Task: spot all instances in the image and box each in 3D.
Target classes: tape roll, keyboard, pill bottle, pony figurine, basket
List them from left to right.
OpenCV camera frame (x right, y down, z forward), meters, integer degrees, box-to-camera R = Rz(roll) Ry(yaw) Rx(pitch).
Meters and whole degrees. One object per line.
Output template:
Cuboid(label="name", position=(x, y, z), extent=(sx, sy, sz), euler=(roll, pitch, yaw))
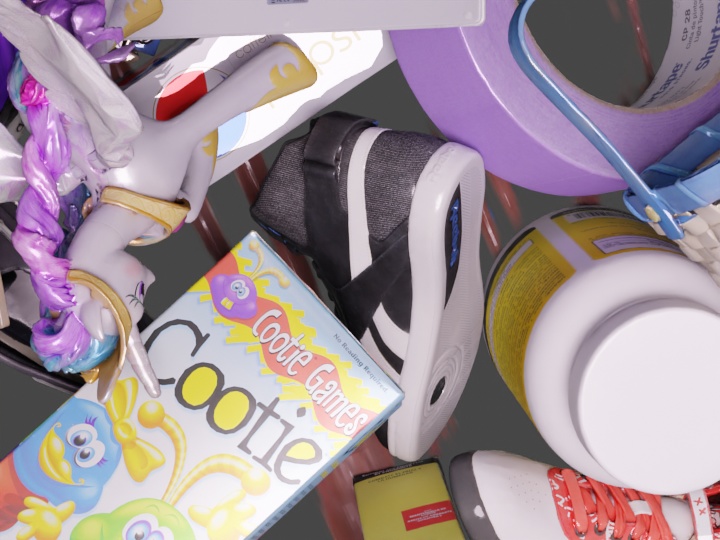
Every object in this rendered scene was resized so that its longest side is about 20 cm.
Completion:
Cuboid(label="pony figurine", position=(-0.121, -0.066, 0.918), extent=(0.166, 0.200, 0.193), euler=(-19, 125, 42))
Cuboid(label="keyboard", position=(-0.033, -0.136, 0.986), extent=(0.200, 0.011, 0.056), euler=(1, 98, 30))
Cuboid(label="tape roll", position=(0.112, -0.138, 1.022), extent=(0.200, 0.066, 0.200), euler=(3, 84, -28))
Cuboid(label="pill bottle", position=(0.126, 0.038, 1.029), extent=(0.112, 0.200, 0.113), euler=(-1, 101, -5))
Cuboid(label="basket", position=(0.183, -0.081, 0.913), extent=(0.176, 0.139, 0.200), euler=(-41, 91, -10))

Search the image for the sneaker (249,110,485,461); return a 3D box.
Cuboid(label="sneaker", position=(0.000, 0.000, 1.070), extent=(0.112, 0.073, 0.200), euler=(23, 136, 20))

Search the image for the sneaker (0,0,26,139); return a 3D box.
Cuboid(label="sneaker", position=(-0.179, -0.143, 1.005), extent=(0.070, 0.100, 0.200), euler=(20, 100, 21))

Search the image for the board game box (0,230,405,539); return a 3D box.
Cuboid(label="board game box", position=(-0.087, 0.090, 0.993), extent=(0.200, 0.105, 0.103), euler=(-42, 85, -5))

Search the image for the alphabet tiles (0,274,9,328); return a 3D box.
Cuboid(label="alphabet tiles", position=(-0.253, -0.020, 1.021), extent=(0.200, 0.008, 0.167), euler=(-1, 103, 30))

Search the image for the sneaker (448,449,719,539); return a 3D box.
Cuboid(label="sneaker", position=(0.134, 0.121, 1.063), extent=(0.108, 0.067, 0.201), euler=(-27, 140, 23))

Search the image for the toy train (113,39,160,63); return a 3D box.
Cuboid(label="toy train", position=(-0.083, -0.189, 1.051), extent=(0.046, 0.034, 0.200), euler=(21, 98, -20))

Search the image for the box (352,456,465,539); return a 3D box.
Cuboid(label="box", position=(0.033, 0.155, 1.043), extent=(0.050, 0.200, 0.075), euler=(-16, 101, 0))

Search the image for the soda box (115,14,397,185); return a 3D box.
Cuboid(label="soda box", position=(-0.054, -0.097, 1.052), extent=(0.200, 0.068, 0.064), euler=(-35, 102, 2))

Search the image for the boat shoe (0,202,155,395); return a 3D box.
Cuboid(label="boat shoe", position=(-0.182, 0.003, 1.061), extent=(0.200, 0.063, 0.073), euler=(33, 95, -11))
